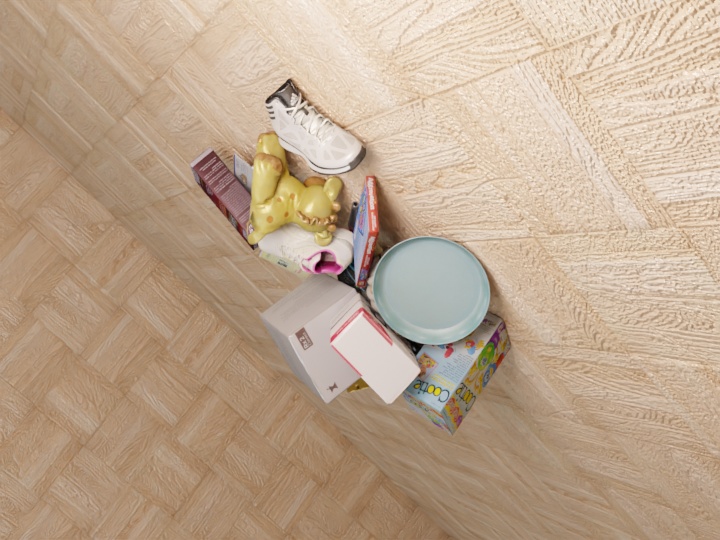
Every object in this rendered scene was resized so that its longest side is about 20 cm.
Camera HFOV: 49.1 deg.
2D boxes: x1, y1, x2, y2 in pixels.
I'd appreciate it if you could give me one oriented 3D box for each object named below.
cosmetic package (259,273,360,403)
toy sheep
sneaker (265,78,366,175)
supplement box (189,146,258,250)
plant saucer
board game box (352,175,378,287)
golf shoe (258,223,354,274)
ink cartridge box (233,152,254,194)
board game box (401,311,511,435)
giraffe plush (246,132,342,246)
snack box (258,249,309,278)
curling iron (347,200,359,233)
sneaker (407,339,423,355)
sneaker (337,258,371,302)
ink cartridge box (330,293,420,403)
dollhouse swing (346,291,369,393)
[{"bbox_3d":[-0.075,0.128,1.588,0.167,0.164,0.199,61,164,-22],"label":"cosmetic package"},{"bbox_3d":[0.069,0.028,1.409,0.137,0.137,0.203,8,131,58],"label":"toy sheep"},{"bbox_3d":[-0.082,-0.221,1.206,0.199,0.076,0.116,29,161,39],"label":"sneaker"},{"bbox_3d":[-0.267,-0.147,1.639,0.201,0.061,0.109,49,168,7],"label":"supplement box"},{"bbox_3d":[0.117,0.030,1.307,0.195,0.028,0.205,6,118,10],"label":"plant saucer"},{"bbox_3d":[0.008,-0.062,1.343,0.019,0.105,0.201,-1,154,-8],"label":"board game box"},{"bbox_3d":[-0.105,-0.040,1.466,0.194,0.093,0.077,4,131,13],"label":"golf shoe"},{"bbox_3d":[-0.170,-0.153,1.606,0.199,0.044,0.197,41,165,2],"label":"ink cartridge box"},{"bbox_3d":[0.171,0.171,1.421,0.104,0.201,0.104,26,159,34],"label":"board game box"},{"bbox_3d":[-0.115,-0.130,1.408,0.158,0.204,0.174,6,149,-7],"label":"giraffe plush"},{"bbox_3d":[-0.134,-0.048,1.605,0.114,0.038,0.200,26,157,-9],"label":"snack box"},{"bbox_3d":[-0.004,-0.082,1.463,0.049,0.026,0.201,32,162,15],"label":"curling iron"},{"bbox_3d":[0.067,0.100,1.613,0.198,0.115,0.076,40,161,6],"label":"sneaker"},{"bbox_3d":[0.000,0.000,1.555,0.083,0.072,0.199,64,162,-16],"label":"sneaker"},{"bbox_3d":[0.022,0.131,1.390,0.145,0.083,0.200,44,-176,-7],"label":"ink cartridge box"},{"bbox_3d":[0.026,0.150,1.801,0.179,0.174,0.205,-20,86,38],"label":"dollhouse swing"}]
